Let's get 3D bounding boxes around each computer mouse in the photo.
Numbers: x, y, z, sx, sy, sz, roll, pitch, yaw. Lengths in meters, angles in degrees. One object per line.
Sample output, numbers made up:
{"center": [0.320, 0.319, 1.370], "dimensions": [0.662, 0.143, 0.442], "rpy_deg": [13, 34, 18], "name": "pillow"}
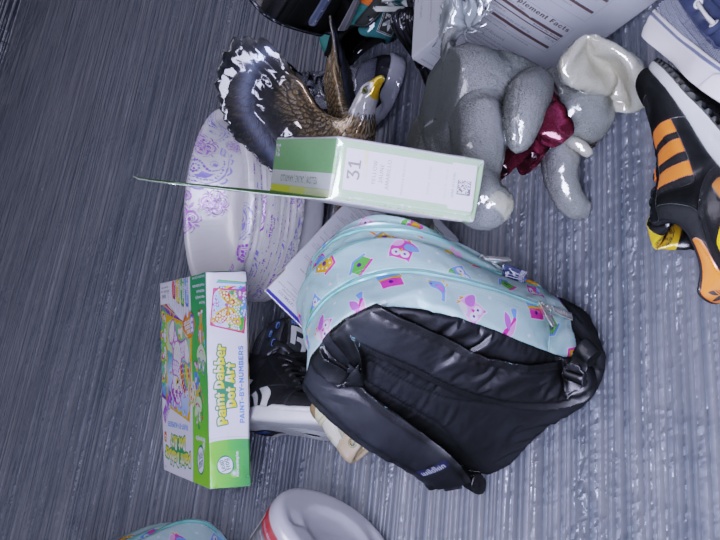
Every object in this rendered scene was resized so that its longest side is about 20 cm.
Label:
{"center": [0.055, -0.264, 1.152], "dimensions": [0.046, 0.141, 0.201], "rpy_deg": [-4, 58, 18], "name": "computer mouse"}

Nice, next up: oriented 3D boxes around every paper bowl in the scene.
{"center": [-0.108, -0.067, 1.280], "dimensions": [0.200, 0.104, 0.202], "rpy_deg": [-16, 72, 63], "name": "paper bowl"}

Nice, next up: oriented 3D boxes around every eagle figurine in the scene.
{"center": [-0.025, -0.137, 1.151], "dimensions": [0.151, 0.152, 0.200], "rpy_deg": [-45, 67, 2], "name": "eagle figurine"}

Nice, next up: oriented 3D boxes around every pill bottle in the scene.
{"center": [-0.068, 0.283, 0.961], "dimensions": [0.200, 0.114, 0.114], "rpy_deg": [-57, 29, 16], "name": "pill bottle"}

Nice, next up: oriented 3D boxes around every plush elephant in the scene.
{"center": [0.124, -0.104, 0.910], "dimensions": [0.165, 0.154, 0.201], "rpy_deg": [156, 124, -66], "name": "plush elephant"}

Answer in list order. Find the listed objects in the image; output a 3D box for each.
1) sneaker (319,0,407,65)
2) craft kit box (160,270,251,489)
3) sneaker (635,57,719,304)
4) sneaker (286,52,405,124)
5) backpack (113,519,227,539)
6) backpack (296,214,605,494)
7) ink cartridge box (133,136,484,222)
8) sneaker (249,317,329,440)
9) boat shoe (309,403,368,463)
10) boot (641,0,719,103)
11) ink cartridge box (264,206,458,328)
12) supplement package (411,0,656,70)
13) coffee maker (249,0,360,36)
{"center": [0.032, -0.288, 1.294], "dimensions": [0.200, 0.071, 0.080], "rpy_deg": [-40, 52, 35], "name": "sneaker"}
{"center": [-0.154, 0.104, 1.188], "dimensions": [0.200, 0.048, 0.198], "rpy_deg": [169, 98, -68], "name": "craft kit box"}
{"center": [0.211, -0.062, 0.792], "dimensions": [0.090, 0.070, 0.200], "rpy_deg": [-49, 34, 22], "name": "sneaker"}
{"center": [-0.045, -0.191, 1.289], "dimensions": [0.200, 0.114, 0.076], "rpy_deg": [-23, 50, 52], "name": "sneaker"}
{"center": [-0.197, 0.308, 1.079], "dimensions": [0.126, 0.200, 0.167], "rpy_deg": [-31, 82, 42], "name": "backpack"}
{"center": [0.048, 0.053, 0.847], "dimensions": [0.167, 0.200, 0.127], "rpy_deg": [-50, 31, 28], "name": "backpack"}
{"center": [-0.039, -0.067, 0.807], "dimensions": [0.145, 0.199, 0.048], "rpy_deg": [-164, 83, -70], "name": "ink cartridge box"}
{"center": [-0.063, 0.096, 1.138], "dimensions": [0.200, 0.073, 0.112], "rpy_deg": [-10, 62, 59], "name": "sneaker"}
{"center": [0.047, 0.080, 0.981], "dimensions": [0.200, 0.072, 0.065], "rpy_deg": [-41, 71, 20], "name": "boat shoe"}
{"center": [0.253, -0.158, 0.789], "dimensions": [0.091, 0.073, 0.200], "rpy_deg": [-61, 27, 21], "name": "boot"}
{"center": [0.000, 0.000, 0.990], "dimensions": [0.037, 0.095, 0.200], "rpy_deg": [-42, 5, 43], "name": "ink cartridge box"}
{"center": [0.147, -0.243, 1.003], "dimensions": [0.200, 0.109, 0.114], "rpy_deg": [-35, 41, 44], "name": "supplement package"}
{"center": [-0.044, -0.348, 1.188], "dimensions": [0.200, 0.192, 0.135], "rpy_deg": [-53, 30, 26], "name": "coffee maker"}
